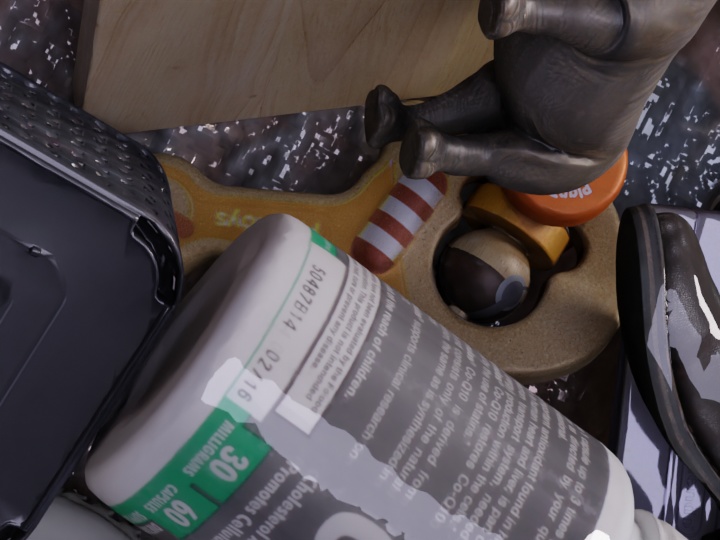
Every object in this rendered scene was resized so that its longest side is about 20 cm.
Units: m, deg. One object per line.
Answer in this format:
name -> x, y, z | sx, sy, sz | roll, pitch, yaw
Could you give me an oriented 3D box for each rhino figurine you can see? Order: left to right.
rhino figurine -> 0.074, -0.089, 0.692 | 0.087, 0.200, 0.060 | 1, 58, -22

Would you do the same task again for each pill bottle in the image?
pill bottle -> 0.019, 0.081, 0.722 | 0.200, 0.113, 0.113 | 36, 87, -11

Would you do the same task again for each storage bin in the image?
storage bin -> -0.171, -0.012, 0.713 | 0.200, 0.094, 0.135 | 31, 102, -15

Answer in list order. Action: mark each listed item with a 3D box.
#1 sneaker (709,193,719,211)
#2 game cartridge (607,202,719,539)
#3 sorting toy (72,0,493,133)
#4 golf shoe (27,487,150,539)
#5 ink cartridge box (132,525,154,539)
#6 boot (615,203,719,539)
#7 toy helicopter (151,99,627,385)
sneaker -> 0.198, 0.054, 0.879 | 0.083, 0.081, 0.200 | -10, 102, -22
game cartridge -> 0.157, 0.080, 0.819 | 0.129, 0.038, 0.200 | 6, 92, -6
sorting toy -> 0.004, -0.129, 0.727 | 0.198, 0.200, 0.070 | -8, 69, -15
golf shoe -> -0.091, 0.156, 0.731 | 0.078, 0.200, 0.097 | -36, 155, 14
ink cartridge box -> -0.043, 0.166, 0.835 | 0.200, 0.050, 0.161 | -33, 108, -13
boot -> 0.193, 0.042, 0.768 | 0.174, 0.069, 0.200 | -22, 104, 3
toy helicopter -> 0.000, 0.000, 0.800 | 0.200, 0.079, 0.133 | 7, 79, -4
